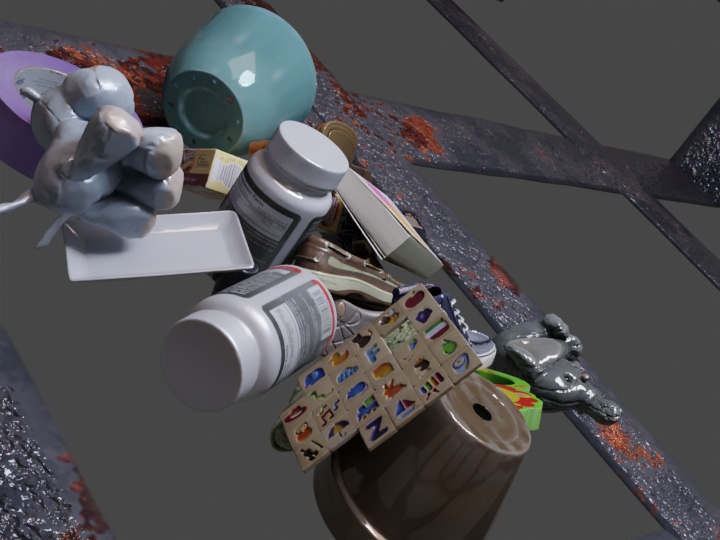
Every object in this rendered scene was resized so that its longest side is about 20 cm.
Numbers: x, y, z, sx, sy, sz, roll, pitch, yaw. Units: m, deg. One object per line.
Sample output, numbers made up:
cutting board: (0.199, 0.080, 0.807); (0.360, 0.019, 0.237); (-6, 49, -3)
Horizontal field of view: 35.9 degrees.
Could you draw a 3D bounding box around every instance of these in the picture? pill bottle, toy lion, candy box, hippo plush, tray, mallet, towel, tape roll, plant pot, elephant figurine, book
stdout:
pill bottle: (-0.116, 0.071, 1.169); (0.114, 0.114, 0.200); (41, 26, 10)
toy lion: (0.135, 0.148, 1.315); (0.191, 0.069, 0.200); (13, 9, 37)
candy box: (-0.134, -0.104, 1.463); (0.200, 0.055, 0.115); (19, -4, -32)
hippo plush: (-0.291, -0.129, 1.215); (0.159, 0.200, 0.161); (45, 15, -49)
tray: (-0.226, -0.022, 1.236); (0.199, 0.022, 0.108); (-4, 42, -18)
mallet: (-0.217, -0.014, 1.303); (0.200, 0.066, 0.041); (23, 24, 8)
pill bottle: (-0.105, -0.073, 1.339); (0.114, 0.200, 0.114); (28, 27, -16)
towel: (0.000, 0.114, 1.173); (0.037, 0.200, 0.148); (56, 22, -13)
tape roll: (-0.368, -0.182, 1.356); (0.200, 0.066, 0.200); (28, 28, -16)
plant pot: (-0.183, -0.249, 1.559); (0.200, 0.201, 0.161); (36, 38, 0)
plant pot: (0.078, 0.201, 1.140); (0.200, 0.174, 0.200); (28, 28, -16)
elephant figurine: (0.238, 0.140, 1.467); (0.142, 0.155, 0.200); (56, 15, -10)
book: (0.036, -0.063, 1.441); (0.134, 0.048, 0.200); (53, 9, 18)

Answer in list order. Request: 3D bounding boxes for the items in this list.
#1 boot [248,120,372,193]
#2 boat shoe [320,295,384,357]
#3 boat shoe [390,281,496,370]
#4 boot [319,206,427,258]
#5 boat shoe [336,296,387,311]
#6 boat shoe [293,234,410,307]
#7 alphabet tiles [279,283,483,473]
boot: (-0.079, -0.152, 1.473); (0.154, 0.074, 0.200); (18, -16, 18)
boat shoe: (-0.021, 0.071, 1.368); (0.200, 0.076, 0.072); (15, -1, -26)
boat shoe: (0.102, 0.064, 1.311); (0.075, 0.093, 0.200); (23, 15, 37)
boot: (0.029, -0.040, 1.587); (0.168, 0.077, 0.200); (16, 26, -28)
boat shoe: (-0.012, 0.040, 1.453); (0.200, 0.073, 0.063); (13, -9, -30)
boat shoe: (0.004, 0.001, 1.366); (0.075, 0.075, 0.202); (10, -3, 43)
alphabet tiles: (0.010, 0.111, 1.095); (0.008, 0.200, 0.167); (50, 3, -31)
